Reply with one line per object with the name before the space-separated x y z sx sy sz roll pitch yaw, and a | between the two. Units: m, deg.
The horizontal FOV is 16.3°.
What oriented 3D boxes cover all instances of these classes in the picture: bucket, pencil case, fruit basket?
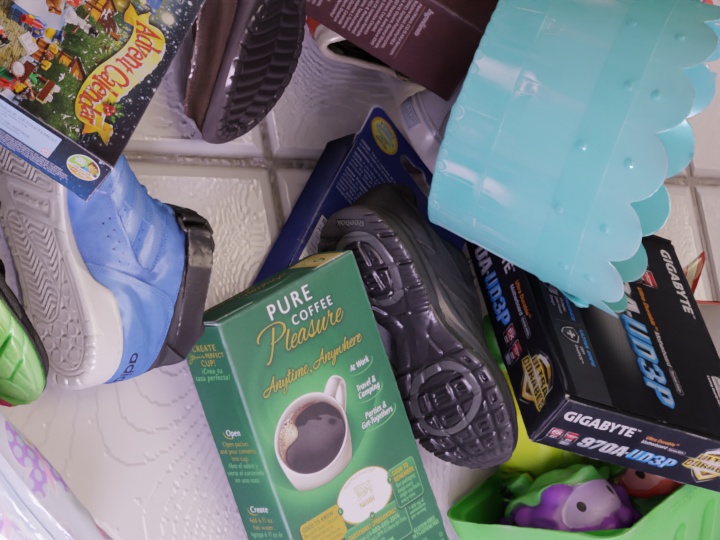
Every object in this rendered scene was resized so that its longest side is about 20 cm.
bucket | 0.136 -0.088 1.560 0.134 0.208 0.207 22 46 9
pencil case | -0.187 0.126 1.300 0.200 0.091 0.083 53 42 -25
fruit basket | 0.150 0.122 1.679 0.215 0.155 0.216 -9 101 -55

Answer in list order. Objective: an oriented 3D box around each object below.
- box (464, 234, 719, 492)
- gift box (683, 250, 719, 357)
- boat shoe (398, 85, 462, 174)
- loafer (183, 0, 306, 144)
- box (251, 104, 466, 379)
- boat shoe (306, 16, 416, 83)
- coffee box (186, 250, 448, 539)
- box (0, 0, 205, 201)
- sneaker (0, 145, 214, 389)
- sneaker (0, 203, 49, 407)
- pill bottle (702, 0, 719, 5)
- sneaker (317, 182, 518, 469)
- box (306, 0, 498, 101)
box | 0.160 0.043 1.648 0.159 0.046 0.200 17 38 -30
gift box | 0.305 0.093 1.825 0.184 0.186 0.201 13 82 -46
boat shoe | 0.103 -0.068 1.720 0.200 0.068 0.072 46 21 -36
loafer | -0.074 -0.177 1.533 0.073 0.071 0.201 -9 117 -58
box | 0.000 0.000 1.618 0.121 0.032 0.200 51 44 -25
boat shoe | 0.043 -0.151 1.692 0.200 0.071 0.063 17 49 -40
coffee box | -0.027 0.100 1.509 0.123 0.044 0.201 -30 107 -40
box | -0.161 -0.151 1.372 0.136 0.038 0.200 33 49 -11
sneaker | -0.142 -0.038 1.425 0.111 0.077 0.201 -9 85 -49
sneaker | -0.212 -0.020 1.335 0.084 0.077 0.200 -38 108 -46
pill bottle | 0.174 -0.245 1.856 0.200 0.111 0.112 55 42 -21
sneaker | 0.051 0.032 1.591 0.200 0.076 0.091 64 31 -17
box | 0.002 -0.207 1.600 0.200 0.075 0.100 31 47 -1
